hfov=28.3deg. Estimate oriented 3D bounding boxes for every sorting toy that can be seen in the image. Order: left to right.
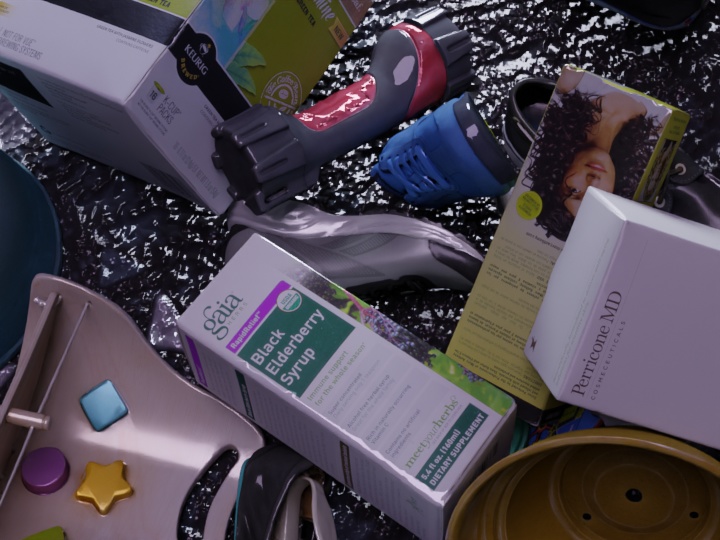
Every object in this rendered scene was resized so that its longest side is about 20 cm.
[{"bbox_3d":[-0.158,0.132,0.908,0.178,0.107,0.201,17,56,0],"label":"sorting toy"}]

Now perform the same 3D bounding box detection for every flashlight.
[{"bbox_3d":[-0.011,-0.113,0.955,0.199,0.069,0.067,-30,43,-32],"label":"flashlight"}]

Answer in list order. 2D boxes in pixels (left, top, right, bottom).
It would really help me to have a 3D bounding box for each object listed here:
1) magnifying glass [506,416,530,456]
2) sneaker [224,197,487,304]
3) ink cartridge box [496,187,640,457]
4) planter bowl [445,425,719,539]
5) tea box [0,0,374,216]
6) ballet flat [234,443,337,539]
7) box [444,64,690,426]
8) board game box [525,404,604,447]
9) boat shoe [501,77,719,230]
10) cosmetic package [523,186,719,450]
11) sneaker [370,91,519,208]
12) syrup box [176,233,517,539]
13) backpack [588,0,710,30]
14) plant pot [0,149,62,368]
[{"bbox_3d":[0.009,0.089,0.907,0.198,0.022,0.080,8,68,14],"label":"magnifying glass"},{"bbox_3d":[0.000,0.000,0.950,0.198,0.074,0.080,7,77,20],"label":"sneaker"},{"bbox_3d":[0.166,0.017,0.901,0.099,0.039,0.201,-21,63,0],"label":"ink cartridge box"},{"bbox_3d":[0.153,0.151,0.817,0.198,0.202,0.084,7,33,14],"label":"planter bowl"},{"bbox_3d":[-0.136,-0.175,0.984,0.199,0.134,0.198,24,73,37],"label":"tea box"},{"bbox_3d":[-0.050,0.200,0.862,0.068,0.068,0.202,-9,64,30],"label":"ballet flat"},{"bbox_3d":[0.120,-0.014,0.847,0.075,0.050,0.202,26,103,24],"label":"box"},{"bbox_3d":[0.126,0.055,0.923,0.103,0.019,0.200,36,77,23],"label":"board game box"},{"bbox_3d":[0.169,-0.055,0.880,0.199,0.057,0.069,32,75,22],"label":"boat shoe"},{"bbox_3d":[0.204,0.039,0.787,0.198,0.085,0.109,16,103,-11],"label":"cosmetic package"},{"bbox_3d":[0.049,-0.065,0.903,0.078,0.200,0.066,-29,95,0],"label":"sneaker"},{"bbox_3d":[-0.010,0.071,0.860,0.199,0.082,0.079,33,67,19],"label":"syrup box"},{"bbox_3d":[0.197,-0.283,0.984,0.182,0.147,0.201,31,79,22],"label":"backpack"},{"bbox_3d":[-0.327,-0.038,0.958,0.198,0.188,0.202,-4,65,9],"label":"plant pot"}]
